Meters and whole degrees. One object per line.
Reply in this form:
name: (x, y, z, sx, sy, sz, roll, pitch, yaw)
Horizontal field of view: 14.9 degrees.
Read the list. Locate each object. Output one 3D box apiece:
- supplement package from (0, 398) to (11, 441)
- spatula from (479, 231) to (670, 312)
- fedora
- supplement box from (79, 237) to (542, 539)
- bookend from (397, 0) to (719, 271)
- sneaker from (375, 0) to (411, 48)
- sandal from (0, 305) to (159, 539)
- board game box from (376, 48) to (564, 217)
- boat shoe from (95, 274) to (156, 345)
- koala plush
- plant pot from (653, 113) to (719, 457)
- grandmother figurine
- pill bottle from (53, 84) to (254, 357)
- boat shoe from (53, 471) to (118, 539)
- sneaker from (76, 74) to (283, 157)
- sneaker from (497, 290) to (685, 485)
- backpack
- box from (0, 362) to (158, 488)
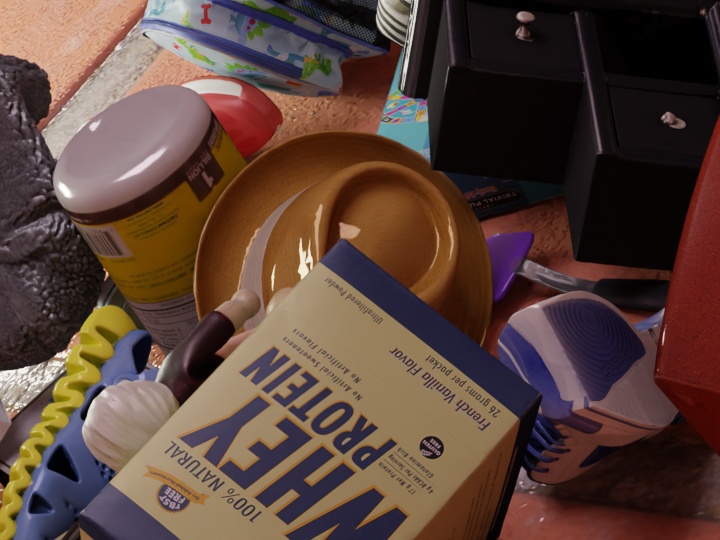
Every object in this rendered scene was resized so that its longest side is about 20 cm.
supplement package: (-0.353, 0.092, 1.740, 0.152, 0.199, 0.151, -60, 26, 11)
spatula: (0.129, 0.007, 1.658, 0.199, 0.021, 0.057, 9, 62, 44)
fedora: (0.000, 0.000, 1.619, 0.201, 0.200, 0.082, -49, 1, -26)
supplement box: (-0.028, 0.131, 1.418, 0.134, 0.200, 0.200, 37, 67, 14)
bookend: (0.127, -0.088, 1.635, 0.199, 0.093, 0.199, 6, 34, -4)
sneaker: (0.100, -0.193, 1.823, 0.199, 0.076, 0.115, -10, -18, -18)
sandal: (-0.149, 0.113, 1.592, 0.087, 0.080, 0.201, 18, 62, 9)
board game box: (0.091, -0.115, 1.839, 0.150, 0.047, 0.201, -15, 35, 25)
boat shoe: (-0.084, -0.009, 1.818, 0.199, 0.072, 0.062, -30, 22, -2)
koala plush: (-0.221, -0.023, 1.799, 0.177, 0.184, 0.200, -37, -8, 13)
plant pot: (0.263, 0.031, 1.360, 0.200, 0.200, 0.177, 14, 64, 50)
grandmother figurine: (-0.084, 0.069, 1.487, 0.060, 0.122, 0.200, 9, 13, 26)
pill bottle: (-0.098, -0.009, 1.707, 0.109, 0.200, 0.110, -23, 32, 15)
boat shoe: (-0.117, 0.143, 1.535, 0.200, 0.073, 0.065, -47, 15, -29)
sneaker: (-0.144, -0.063, 1.967, 0.199, 0.078, 0.116, -18, 40, 44)
sneaker: (0.115, 0.073, 1.475, 0.115, 0.199, 0.081, -32, 73, 25)
backpack: (-0.080, -0.212, 1.962, 0.148, 0.199, 0.183, -66, 23, -4)
box: (-0.139, 0.122, 1.695, 0.117, 0.060, 0.200, -42, 33, -15)
